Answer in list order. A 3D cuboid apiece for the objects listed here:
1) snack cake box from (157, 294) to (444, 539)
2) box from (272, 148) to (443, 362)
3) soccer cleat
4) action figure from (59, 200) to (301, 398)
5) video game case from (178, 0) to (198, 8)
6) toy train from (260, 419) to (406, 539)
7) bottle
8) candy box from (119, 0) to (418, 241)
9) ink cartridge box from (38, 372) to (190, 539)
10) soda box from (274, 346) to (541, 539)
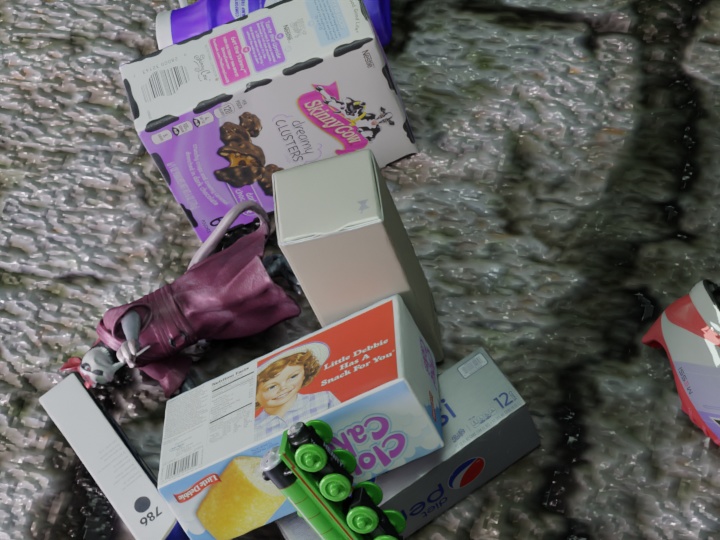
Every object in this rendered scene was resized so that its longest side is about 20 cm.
[{"bbox_3d":[-0.044,0.109,1.496,0.199,0.067,0.115,-25,26,12],"label":"snack cake box"},{"bbox_3d":[0.000,0.000,1.541,0.081,0.200,0.069,-13,55,7],"label":"box"},{"bbox_3d":[0.273,0.103,1.493,0.073,0.068,0.201,-38,58,20],"label":"soccer cleat"},{"bbox_3d":[-0.145,0.029,1.606,0.199,0.134,0.150,-23,56,-2],"label":"action figure"},{"bbox_3d":[-0.094,-0.326,1.868,0.180,0.023,0.201,-20,58,3],"label":"video game case"},{"bbox_3d":[0.001,0.185,1.447,0.056,0.200,0.042,-29,23,23],"label":"toy train"},{"bbox_3d":[-0.074,-0.214,1.770,0.198,0.065,0.084,-8,59,11],"label":"bottle"},{"bbox_3d":[-0.069,-0.127,1.656,0.199,0.168,0.072,-22,57,3],"label":"candy box"},{"bbox_3d":[-0.163,0.172,1.547,0.039,0.100,0.200,-36,58,-5],"label":"ink cartridge box"},{"bbox_3d":[0.032,0.147,1.524,0.199,0.068,0.064,-35,56,-5],"label":"soda box"}]
